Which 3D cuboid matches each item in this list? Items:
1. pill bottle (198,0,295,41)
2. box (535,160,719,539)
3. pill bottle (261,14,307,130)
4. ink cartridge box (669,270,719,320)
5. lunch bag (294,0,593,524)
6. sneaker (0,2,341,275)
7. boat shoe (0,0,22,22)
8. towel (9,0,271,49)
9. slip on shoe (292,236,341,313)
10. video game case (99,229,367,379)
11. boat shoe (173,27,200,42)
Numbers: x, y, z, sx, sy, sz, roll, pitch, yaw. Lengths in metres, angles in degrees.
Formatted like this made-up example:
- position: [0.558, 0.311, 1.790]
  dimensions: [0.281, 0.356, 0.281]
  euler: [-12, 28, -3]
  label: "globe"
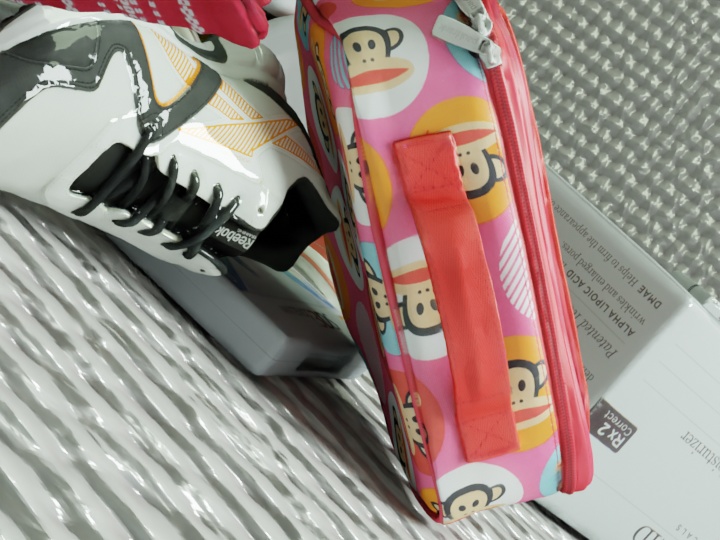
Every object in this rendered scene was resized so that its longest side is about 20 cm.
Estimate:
- position: [-0.096, -0.179, 1.135]
  dimensions: [0.199, 0.112, 0.111]
  euler: [-5, -32, 44]
  label: "pill bottle"
- position: [0.135, 0.060, 1.136]
  dimensions: [0.199, 0.131, 0.200]
  euler: [37, 7, -40]
  label: "box"
- position: [-0.019, -0.068, 1.132]
  dimensions: [0.110, 0.110, 0.200]
  euler: [42, 0, 9]
  label: "pill bottle"
- position: [0.242, 0.087, 1.630]
  dimensions: [0.084, 0.146, 0.200]
  euler: [42, 6, -3]
  label: "ink cartridge box"
- position: [0.030, -0.012, 0.771]
  dimensions: [0.176, 0.081, 0.201]
  euler: [-111, -172, -72]
  label: "lunch bag"
- position: [-0.068, -0.041, 0.697]
  dimensions: [0.080, 0.074, 0.200]
  euler: [59, 25, 16]
  label: "sneaker"
- position: [-0.163, -0.134, 0.861]
  dimensions: [0.071, 0.069, 0.200]
  euler: [46, 12, 30]
  label: "boat shoe"
- position: [-0.132, -0.114, 0.575]
  dimensions: [0.199, 0.023, 0.145]
  euler: [10, -20, 23]
  label: "towel"
- position: [0.000, 0.000, 1.021]
  dimensions: [0.074, 0.061, 0.200]
  euler: [44, 7, 11]
  label: "slip on shoe"
- position: [-0.085, -0.030, 0.846]
  dimensions: [0.200, 0.022, 0.182]
  euler: [43, 5, 11]
  label: "video game case"
- position: [-0.128, -0.123, 0.995]
  dimensions: [0.201, 0.072, 0.076]
  euler: [63, -13, -9]
  label: "boat shoe"
